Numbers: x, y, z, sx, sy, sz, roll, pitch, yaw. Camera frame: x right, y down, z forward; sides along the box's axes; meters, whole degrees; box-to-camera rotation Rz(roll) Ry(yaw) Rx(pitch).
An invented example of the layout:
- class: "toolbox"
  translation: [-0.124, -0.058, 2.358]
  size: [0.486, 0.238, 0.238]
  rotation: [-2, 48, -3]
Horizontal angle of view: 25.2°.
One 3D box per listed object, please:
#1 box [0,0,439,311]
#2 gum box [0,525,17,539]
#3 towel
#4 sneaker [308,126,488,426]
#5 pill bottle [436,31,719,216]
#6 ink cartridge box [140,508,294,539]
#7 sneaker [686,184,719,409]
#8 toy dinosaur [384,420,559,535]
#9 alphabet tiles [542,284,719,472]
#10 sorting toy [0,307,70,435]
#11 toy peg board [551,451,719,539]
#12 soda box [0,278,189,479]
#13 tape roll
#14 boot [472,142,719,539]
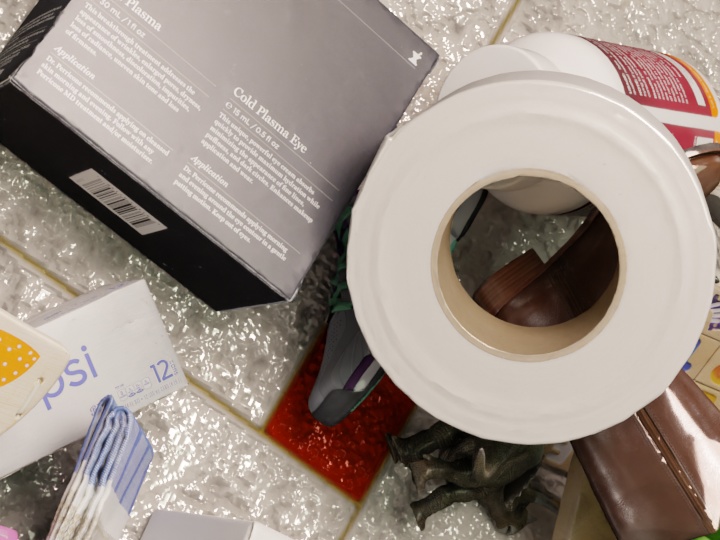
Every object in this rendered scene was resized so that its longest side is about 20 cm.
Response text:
- class: "box"
  translation: [-0.089, -0.108, 0.928]
  size: [0.200, 0.104, 0.182]
  rotation: [40, 69, -20]
- class: "gum box"
  translation: [-0.230, 0.224, 0.772]
  size: [0.066, 0.114, 0.200]
  rotation: [22, 98, -18]
- class: "towel"
  translation: [-0.152, 0.174, 0.847]
  size: [0.024, 0.147, 0.201]
  rotation: [18, 73, 5]
- class: "sneaker"
  translation: [0.000, 0.000, 0.998]
  size: [0.087, 0.074, 0.200]
  rotation: [33, 62, -5]
- class: "pill bottle"
  translation: [0.138, -0.090, 1.014]
  size: [0.200, 0.113, 0.113]
  rotation: [0, 84, -51]
- class: "ink cartridge box"
  translation: [-0.036, 0.241, 0.897]
  size: [0.200, 0.147, 0.146]
  rotation: [30, 72, -24]
- class: "sneaker"
  translation: [0.230, 0.043, 1.078]
  size: [0.087, 0.076, 0.201]
  rotation: [-16, 118, -21]
- class: "toy dinosaur"
  translation: [0.074, 0.110, 0.984]
  size: [0.102, 0.200, 0.077]
  rotation: [-19, 67, -7]
- class: "alphabet tiles"
  translation: [0.210, 0.084, 1.061]
  size: [0.200, 0.008, 0.167]
  rotation: [22, 118, -21]
- class: "sorting toy"
  translation: [-0.275, 0.042, 0.776]
  size: [0.180, 0.200, 0.107]
  rotation: [-52, 150, 3]
- class: "toy peg board"
  translation: [0.221, 0.226, 1.035]
  size: [0.199, 0.098, 0.200]
  rotation: [7, 102, -28]
- class: "soda box"
  translation: [-0.199, 0.073, 0.871]
  size: [0.200, 0.063, 0.068]
  rotation: [-27, 99, -28]
- class: "tape roll"
  translation: [0.094, -0.009, 0.891]
  size: [0.202, 0.071, 0.203]
  rotation: [2, 102, 10]
- class: "boot"
  translation: [0.189, 0.049, 0.951]
  size: [0.186, 0.064, 0.200]
  rotation: [-37, 68, 10]
